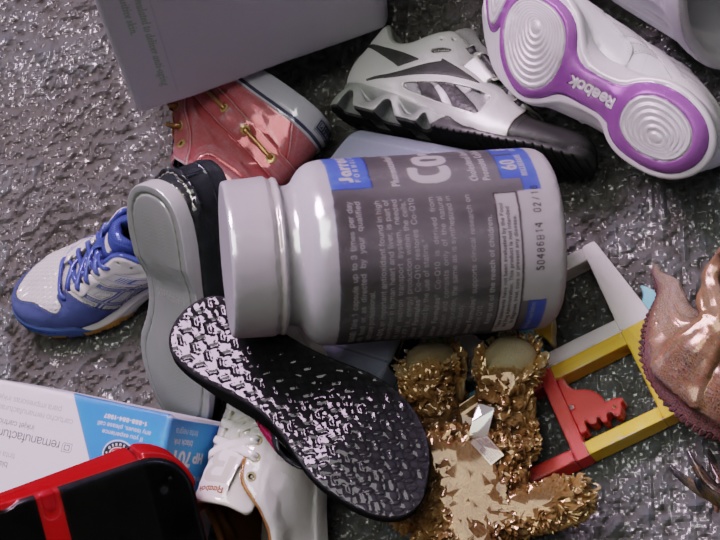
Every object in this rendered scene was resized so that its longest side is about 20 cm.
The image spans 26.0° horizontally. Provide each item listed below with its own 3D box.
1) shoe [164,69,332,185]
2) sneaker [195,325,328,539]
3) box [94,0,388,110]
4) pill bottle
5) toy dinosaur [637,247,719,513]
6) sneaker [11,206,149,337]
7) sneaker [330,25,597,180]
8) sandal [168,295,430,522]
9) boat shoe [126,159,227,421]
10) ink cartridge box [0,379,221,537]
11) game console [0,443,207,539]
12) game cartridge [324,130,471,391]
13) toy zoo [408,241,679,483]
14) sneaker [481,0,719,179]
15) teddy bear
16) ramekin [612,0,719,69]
[{"bbox_3d":[-0.121,-0.120,1.149,0.200,0.072,0.091,35,79,24],"label":"shoe"},{"bbox_3d":[-0.064,0.111,0.994,0.072,0.084,0.202,-9,82,40],"label":"sneaker"},{"bbox_3d":[-0.101,-0.253,1.062,0.199,0.199,0.172,-21,63,-7],"label":"box"},{"bbox_3d":[0.016,-0.013,0.951,0.198,0.114,0.115,-4,65,-10],"label":"pill bottle"},{"bbox_3d":[0.216,0.074,0.926,0.136,0.086,0.200,-47,62,4],"label":"toy dinosaur"},{"bbox_3d":[-0.172,-0.013,1.116,0.199,0.088,0.076,-18,62,14],"label":"sneaker"},{"bbox_3d":[0.079,-0.123,1.072,0.199,0.074,0.089,21,80,26],"label":"sneaker"},{"bbox_3d":[-0.034,0.085,0.963,0.200,0.045,0.075,34,67,25],"label":"sandal"},{"bbox_3d":[-0.108,0.022,1.045,0.075,0.201,0.060,28,42,33],"label":"boat shoe"},{"bbox_3d":[-0.183,0.184,1.023,0.145,0.086,0.202,8,83,24],"label":"ink cartridge box"},{"bbox_3d":[-0.163,0.218,0.930,0.176,0.031,0.201,-17,99,-26],"label":"game console"},{"bbox_3d":[0.000,0.000,1.061,0.133,0.040,0.201,12,72,41],"label":"game cartridge"},{"bbox_3d":[0.118,0.068,1.010,0.199,0.020,0.132,-27,62,10],"label":"toy zoo"},{"bbox_3d":[0.161,-0.126,1.030,0.200,0.099,0.075,44,115,23],"label":"sneaker"},{"bbox_3d":[0.070,0.131,0.962,0.144,0.067,0.201,-18,66,3],"label":"teddy bear"},{"bbox_3d":[0.232,-0.239,0.994,0.098,0.200,0.201,35,84,37],"label":"ramekin"}]
